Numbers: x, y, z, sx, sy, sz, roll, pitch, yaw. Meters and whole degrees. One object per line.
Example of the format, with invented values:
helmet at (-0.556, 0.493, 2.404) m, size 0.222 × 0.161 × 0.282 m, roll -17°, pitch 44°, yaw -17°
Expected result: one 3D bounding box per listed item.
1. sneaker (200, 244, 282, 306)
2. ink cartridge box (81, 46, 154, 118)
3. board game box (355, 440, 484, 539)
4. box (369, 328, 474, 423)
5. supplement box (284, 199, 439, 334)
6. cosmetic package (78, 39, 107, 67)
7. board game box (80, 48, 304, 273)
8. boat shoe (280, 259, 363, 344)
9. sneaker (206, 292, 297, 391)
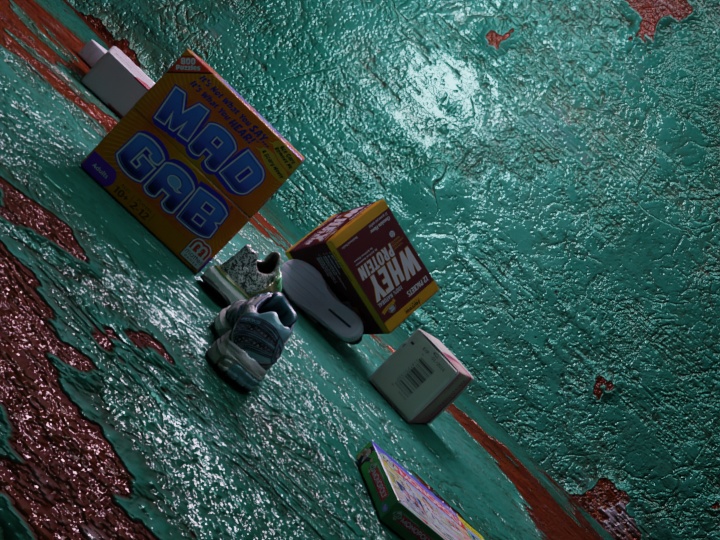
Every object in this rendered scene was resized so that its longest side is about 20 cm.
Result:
sneaker at (-0.126, 0.020, 1.148) m, size 0.077 × 0.089 × 0.200 m, roll 45°, pitch 3°, yaw 22°
ink cartridge box at (-0.478, -0.372, 1.768) m, size 0.147 × 0.083 × 0.200 m, roll 44°, pitch 4°, yaw -20°
board game box at (0.084, 0.283, 0.953) m, size 0.200 × 0.029 × 0.135 m, roll 43°, pitch 4°, yaw -20°
box at (0.116, 0.196, 1.573) m, size 0.109 × 0.128 × 0.200 m, roll 46°, pitch 4°, yaw 18°
supplement box at (0.000, 0.000, 1.587) m, size 0.198 × 0.133 × 0.200 m, roll 57°, pitch -26°, yaw -12°
cosmetic package at (-0.557, -0.447, 2.048) m, size 0.151 × 0.052 × 0.200 m, roll 48°, pitch 4°, yaw 9°
board game box at (-0.214, -0.147, 1.177) m, size 0.200 × 0.200 × 0.200 m, roll 44°, pitch 4°, yaw -8°
boat shoe at (-0.073, 0.065, 1.552) m, size 0.200 × 0.072 × 0.071 m, roll 46°, pitch -17°, yaw 22°
sneaker at (-0.103, 0.062, 0.921) m, size 0.078 × 0.086 × 0.200 m, roll 44°, pitch 3°, yaw -13°
